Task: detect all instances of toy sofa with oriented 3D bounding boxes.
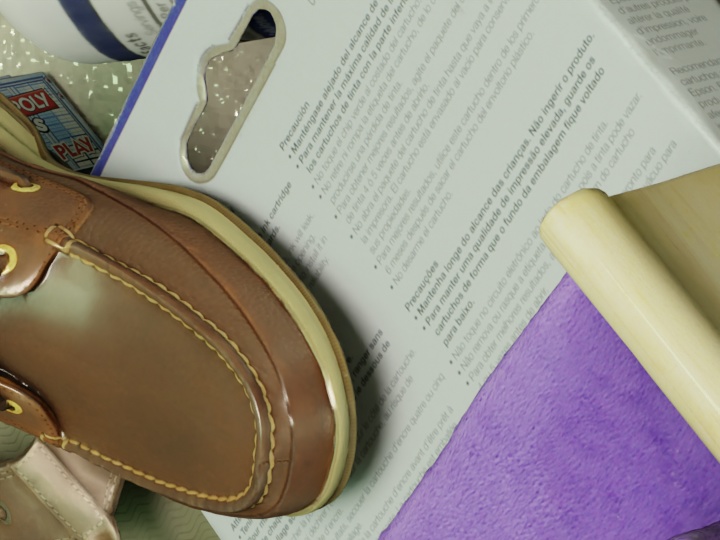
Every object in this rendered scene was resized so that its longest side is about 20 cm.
[{"bbox_3d":[0.028,0.075,0.587,0.083,0.097,0.200,53,135,22],"label":"toy sofa"}]

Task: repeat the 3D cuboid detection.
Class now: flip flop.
[{"bbox_3d":[-0.080,0.041,0.781,0.081,0.057,0.201,-41,58,20],"label":"flip flop"}]

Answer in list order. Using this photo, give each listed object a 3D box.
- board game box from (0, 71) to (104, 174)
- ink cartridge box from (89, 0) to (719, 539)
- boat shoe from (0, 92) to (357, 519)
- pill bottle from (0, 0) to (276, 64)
[{"bbox_3d":[-0.100,0.054,0.897,0.200,0.062,0.201,-35,79,37],"label":"board game box"},{"bbox_3d":[0.023,0.008,0.675,0.200,0.043,0.197,54,134,25],"label":"ink cartridge box"},{"bbox_3d":[-0.083,0.009,0.710,0.200,0.067,0.072,30,123,39],"label":"boat shoe"},{"bbox_3d":[-0.042,-0.116,0.739,0.199,0.120,0.120,-7,97,16],"label":"pill bottle"}]
